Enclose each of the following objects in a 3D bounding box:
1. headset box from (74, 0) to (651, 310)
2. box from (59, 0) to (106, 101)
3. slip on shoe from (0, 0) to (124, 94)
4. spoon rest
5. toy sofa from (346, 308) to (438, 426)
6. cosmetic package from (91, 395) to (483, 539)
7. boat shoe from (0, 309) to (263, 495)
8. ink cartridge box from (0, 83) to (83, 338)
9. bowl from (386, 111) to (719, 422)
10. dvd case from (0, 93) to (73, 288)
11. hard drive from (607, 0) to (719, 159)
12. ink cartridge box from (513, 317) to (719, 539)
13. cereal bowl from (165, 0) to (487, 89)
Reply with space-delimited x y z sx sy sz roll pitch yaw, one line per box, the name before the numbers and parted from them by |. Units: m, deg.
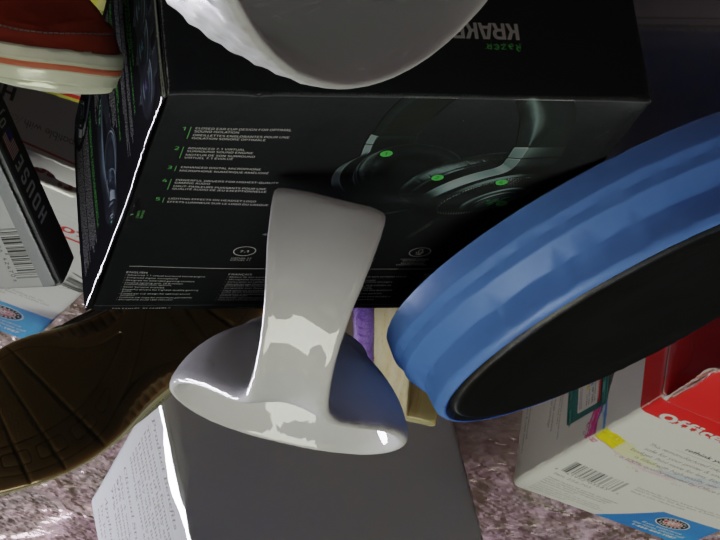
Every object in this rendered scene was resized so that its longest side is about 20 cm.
headset box | -0.008 -0.064 0.776 0.172 0.094 0.200 -1 157 -15
box | -0.085 -0.131 0.817 0.075 0.051 0.200 16 153 -14
slip on shoe | -0.144 -0.126 0.749 0.074 0.200 0.062 -1 128 -41
spoon rest | -0.025 0.037 0.801 0.098 0.061 0.200 13 157 1
toy sofa | 0.000 0.000 0.987 0.097 0.084 0.200 11 160 4
cosmetic package | -0.043 0.164 1.196 0.165 0.169 0.200 -6 159 -21
boat shoe | -0.135 0.054 1.089 0.072 0.199 0.065 55 170 5
ink cartridge box | -0.171 -0.043 1.019 0.115 0.067 0.200 23 152 -19
bowl | 0.107 0.000 0.834 0.199 0.040 0.201 -25 165 -7
dvd case | -0.234 -0.051 0.883 0.198 0.025 0.151 -2 131 20
hard drive | 0.146 -0.070 0.881 0.198 0.026 0.132 3 152 18
ink cartridge box | 0.177 0.073 1.093 0.115 0.068 0.200 21 152 -18
cereal bowl | -0.011 -0.158 0.612 0.083 0.201 0.200 23 161 30
